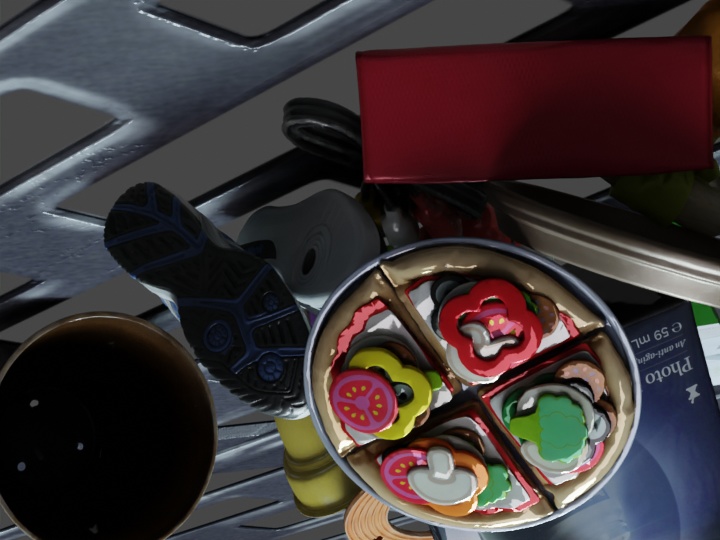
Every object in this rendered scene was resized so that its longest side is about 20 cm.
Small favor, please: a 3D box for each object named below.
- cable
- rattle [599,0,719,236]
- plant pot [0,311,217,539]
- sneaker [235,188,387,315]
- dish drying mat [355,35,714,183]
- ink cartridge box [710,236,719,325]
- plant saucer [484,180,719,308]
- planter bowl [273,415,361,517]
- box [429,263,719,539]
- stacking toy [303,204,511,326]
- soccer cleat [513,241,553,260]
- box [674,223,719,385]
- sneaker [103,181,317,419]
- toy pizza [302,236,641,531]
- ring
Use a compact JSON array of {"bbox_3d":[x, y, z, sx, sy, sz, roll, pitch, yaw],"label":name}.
[{"bbox_3d":[0.018,-0.053,1.080,0.096,0.051,0.200,9,170,22],"label":"cable"},{"bbox_3d":[0.203,-0.101,1.060,0.129,0.145,0.199,20,-169,28],"label":"rattle"},{"bbox_3d":[-0.234,0.134,1.395,0.185,0.190,0.200,2,174,-24],"label":"plant pot"},{"bbox_3d":[0.000,0.000,1.120,0.111,0.074,0.200,24,175,-24],"label":"sneaker"},{"bbox_3d":[0.097,-0.090,0.962,0.197,0.078,0.018,-2,-165,9],"label":"dish drying mat"},{"bbox_3d":[0.332,0.002,1.139,0.198,0.146,0.084,-20,168,-33],"label":"ink cartridge box"},{"bbox_3d":[0.164,-0.013,0.991,0.198,0.030,0.200,16,-173,-2],"label":"plant saucer"},{"bbox_3d":[-0.013,0.094,1.393,0.083,0.201,0.200,42,139,-18],"label":"planter bowl"},{"bbox_3d":[0.133,0.120,1.126,0.198,0.200,0.123,-22,-157,-3],"label":"box"},{"bbox_3d":[0.034,0.006,1.250,0.085,0.086,0.200,7,149,-36],"label":"stacking toy"},{"bbox_3d":[0.091,0.056,1.253,0.077,0.200,0.069,43,151,-5],"label":"soccer cleat"},{"bbox_3d":[0.290,0.020,1.341,0.197,0.098,0.177,-9,159,3],"label":"box"},{"bbox_3d":[-0.080,0.019,1.087,0.076,0.200,0.077,-46,148,6],"label":"sneaker"},{"bbox_3d":[0.062,0.074,0.987,0.197,0.032,0.202,5,120,9],"label":"toy pizza"},{"bbox_3d":[0.081,0.168,1.335,0.198,0.019,0.201,-13,149,-8],"label":"ring"}]
